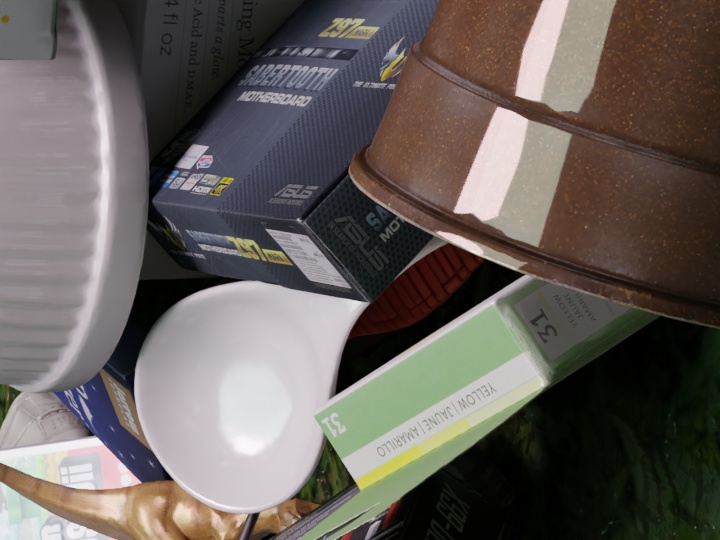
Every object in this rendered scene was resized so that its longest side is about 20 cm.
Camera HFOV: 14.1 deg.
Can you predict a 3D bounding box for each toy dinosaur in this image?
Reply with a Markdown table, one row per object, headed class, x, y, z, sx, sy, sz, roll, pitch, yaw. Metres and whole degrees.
| class | x | y | z | sx | sy | sz | roll | pitch | yaw |
| --- | --- | --- | --- | --- | --- | --- | --- | --- | --- |
| toy dinosaur | -0.103 | 0.126 | 1.446 | 0.060 | 0.200 | 0.106 | -63 | -27 | -55 |

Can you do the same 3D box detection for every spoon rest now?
| class | x | y | z | sx | sy | sz | roll | pitch | yaw |
| --- | --- | --- | --- | --- | --- | --- | --- | --- | --- |
| spoon rest | -0.025 | 0.027 | 1.251 | 0.200 | 0.061 | 0.099 | -44 | 78 | 27 |

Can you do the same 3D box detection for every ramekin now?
| class | x | y | z | sx | sy | sz | roll | pitch | yaw |
| --- | --- | --- | --- | --- | --- | --- | --- | --- | --- |
| ramekin | -0.182 | -0.043 | 1.303 | 0.200 | 0.105 | 0.200 | 3 | 93 | 62 |

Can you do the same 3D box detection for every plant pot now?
| class | x | y | z | sx | sy | sz | roll | pitch | yaw |
| --- | --- | --- | --- | --- | --- | --- | --- | --- | --- |
| plant pot | 0.119 | -0.100 | 1.015 | 0.200 | 0.200 | 0.198 | 34 | 112 | 52 |

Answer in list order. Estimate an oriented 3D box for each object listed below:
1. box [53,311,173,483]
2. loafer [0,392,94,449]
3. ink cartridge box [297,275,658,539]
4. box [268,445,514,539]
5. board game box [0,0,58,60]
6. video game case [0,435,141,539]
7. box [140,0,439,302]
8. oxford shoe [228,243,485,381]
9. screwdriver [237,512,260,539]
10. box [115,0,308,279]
| class | x | y | z | sx | sy | sz | roll | pitch | yaw |
| --- | --- | --- | --- | --- | --- | --- | --- | --- | --- |
| box | -0.132 | 0.046 | 1.471 | 0.200 | 0.032 | 0.121 | 40 | 158 | 36 |
| loafer | -0.187 | 0.161 | 1.614 | 0.070 | 0.070 | 0.200 | -127 | 46 | -54 |
| ink cartridge box | 0.027 | 0.053 | 1.149 | 0.048 | 0.200 | 0.146 | 58 | 143 | 3 |
| box | -0.035 | 0.164 | 1.241 | 0.200 | 0.158 | 0.050 | -36 | 103 | 25 |
| board game box | -0.171 | -0.196 | 1.233 | 0.200 | 0.064 | 0.148 | -122 | 35 | -56 |
| video game case | -0.180 | 0.166 | 1.551 | 0.200 | 0.017 | 0.143 | -9 | 83 | 24 |
| box | -0.001 | -0.065 | 1.219 | 0.051 | 0.158 | 0.200 | 50 | 164 | -21 |
| oxford shoe | 0.000 | 0.000 | 1.311 | 0.200 | 0.073 | 0.071 | -31 | 83 | 32 |
| screwdriver | -0.042 | 0.103 | 1.322 | 0.028 | 0.029 | 0.200 | -39 | 22 | 30 |
| box | -0.096 | -0.113 | 1.394 | 0.200 | 0.131 | 0.199 | 24 | 111 | 55 |
